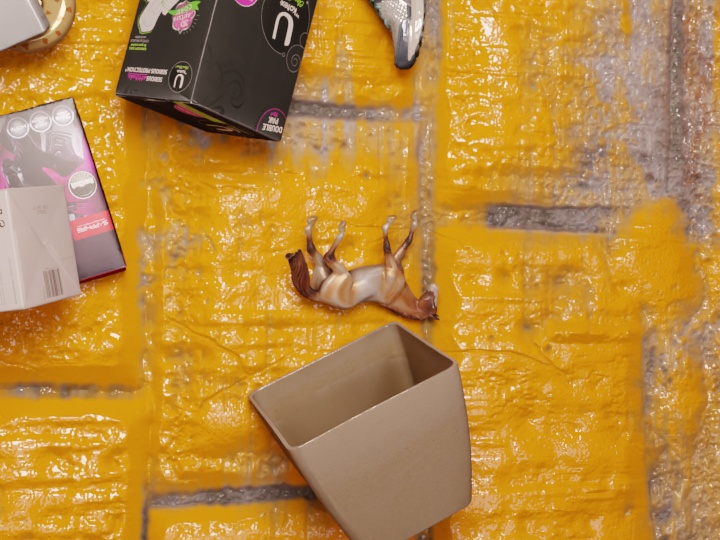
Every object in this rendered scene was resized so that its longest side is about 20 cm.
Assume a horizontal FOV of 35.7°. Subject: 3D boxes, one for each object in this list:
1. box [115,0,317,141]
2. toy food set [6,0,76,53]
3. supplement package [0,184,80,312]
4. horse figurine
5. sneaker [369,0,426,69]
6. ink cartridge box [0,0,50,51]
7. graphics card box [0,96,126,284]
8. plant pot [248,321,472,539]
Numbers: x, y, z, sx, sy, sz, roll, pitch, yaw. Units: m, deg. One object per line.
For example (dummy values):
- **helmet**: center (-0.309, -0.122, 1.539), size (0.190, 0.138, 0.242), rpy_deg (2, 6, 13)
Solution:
- **box**: center (-0.149, -0.257, 1.207), size (0.148, 0.124, 0.200), rpy_deg (18, 85, -52)
- **toy food set**: center (-0.402, -0.321, 1.163), size (0.198, 0.049, 0.200), rpy_deg (-6, 97, -12)
- **supplement package**: center (-0.409, -0.015, 1.138), size (0.200, 0.121, 0.120), rpy_deg (-6, 95, 14)
- **horse figurine**: center (0.000, 0.000, 1.309), size (0.200, 0.050, 0.133), rpy_deg (-5, 109, -22)
- **sneaker**: center (0.030, -0.332, 1.315), size (0.086, 0.078, 0.200), rpy_deg (-4, 85, -2)
- **ink cartridge box**: center (-0.440, -0.281, 1.113), size (0.200, 0.044, 0.174), rpy_deg (-24, 110, 1)
- **graphics card box**: center (-0.345, -0.078, 1.228), size (0.125, 0.051, 0.200), rpy_deg (-17, 94, -13)
- **plant pot**: center (0.015, 0.198, 1.258), size (0.200, 0.200, 0.177), rpy_deg (-25, 108, -13)
